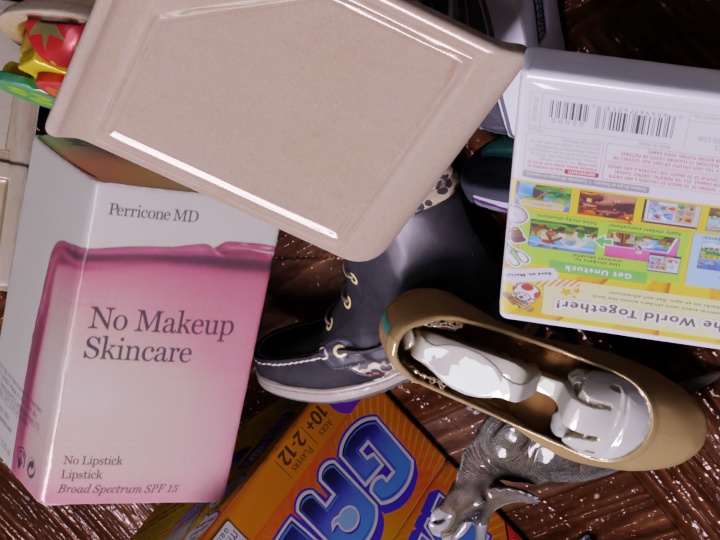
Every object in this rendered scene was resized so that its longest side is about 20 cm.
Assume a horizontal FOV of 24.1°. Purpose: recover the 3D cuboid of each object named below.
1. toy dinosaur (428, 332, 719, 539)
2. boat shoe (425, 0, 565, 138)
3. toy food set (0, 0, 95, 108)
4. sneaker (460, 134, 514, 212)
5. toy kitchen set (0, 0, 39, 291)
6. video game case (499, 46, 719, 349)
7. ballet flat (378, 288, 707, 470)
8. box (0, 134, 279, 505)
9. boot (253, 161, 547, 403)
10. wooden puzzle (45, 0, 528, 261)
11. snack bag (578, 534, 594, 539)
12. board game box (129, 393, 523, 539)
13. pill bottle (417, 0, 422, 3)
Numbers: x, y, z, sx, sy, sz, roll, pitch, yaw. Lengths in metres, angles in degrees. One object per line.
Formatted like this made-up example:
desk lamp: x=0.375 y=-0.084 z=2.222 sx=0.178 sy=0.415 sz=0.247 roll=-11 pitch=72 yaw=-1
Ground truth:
toy dinosaur: x=0.125 y=0.094 z=1.026 sx=0.199 sy=0.077 sz=0.103 roll=-21 pitch=118 yaw=8
boat shoe: x=0.061 y=-0.156 z=0.863 sx=0.067 sy=0.072 sz=0.201 roll=9 pitch=136 yaw=26
toy food set: x=-0.113 y=-0.105 z=0.965 sx=0.199 sy=0.049 sz=0.198 roll=18 pitch=173 yaw=-21
sneaker: x=0.149 y=-0.030 z=0.901 sx=0.199 sy=0.075 sz=0.088 roll=1 pitch=130 yaw=32
toy kitchen set: x=-0.232 y=-0.076 z=1.135 sx=0.162 sy=0.182 sz=0.200 roll=9 pitch=179 yaw=-19
video game case: x=0.173 y=-0.026 z=0.837 sx=0.198 sy=0.023 sz=0.183 roll=8 pitch=140 yaw=7
ballet flat: x=0.101 y=0.071 z=0.949 sx=0.199 sy=0.063 sz=0.069 roll=20 pitch=103 yaw=1
box: x=-0.140 y=0.031 z=1.027 sx=0.109 sy=0.127 sz=0.201 roll=33 pitch=115 yaw=55
boot: x=0.000 y=0.000 z=1.022 sx=0.199 sy=0.073 sz=0.151 roll=-7 pitch=121 yaw=33
wooden puzzle: x=-0.041 y=-0.094 z=0.843 sx=0.199 sy=0.037 sz=0.185 roll=20 pitch=141 yaw=-14
snack bag: x=0.070 y=0.279 z=1.117 sx=0.021 sy=0.189 sz=0.200 roll=38 pitch=136 yaw=0
board game box: x=-0.042 y=0.222 z=1.138 sx=0.200 sy=0.200 sz=0.200 roll=47 pitch=137 yaw=-7
pill bottle: x=-0.068 y=-0.185 z=0.889 sx=0.199 sy=0.113 sz=0.113 roll=18 pitch=133 yaw=21
